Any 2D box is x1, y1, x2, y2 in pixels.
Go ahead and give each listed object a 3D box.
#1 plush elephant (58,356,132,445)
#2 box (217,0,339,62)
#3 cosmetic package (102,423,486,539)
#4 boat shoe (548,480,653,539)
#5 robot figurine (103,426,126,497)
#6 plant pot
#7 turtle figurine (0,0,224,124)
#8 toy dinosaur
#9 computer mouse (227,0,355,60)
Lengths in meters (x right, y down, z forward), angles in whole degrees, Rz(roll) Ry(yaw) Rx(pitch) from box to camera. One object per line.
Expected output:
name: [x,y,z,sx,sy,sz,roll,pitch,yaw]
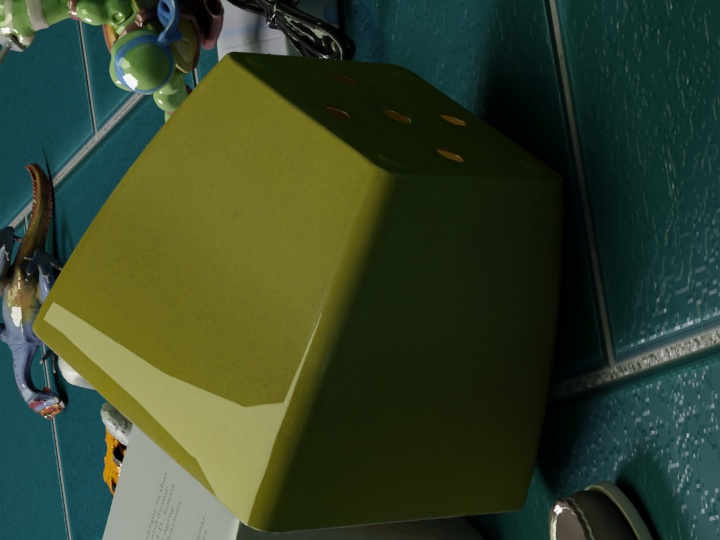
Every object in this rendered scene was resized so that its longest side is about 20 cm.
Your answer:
plush elephant: [-0.082,0.063,1.741,0.200,0.164,0.155,52,172,5]
box: [-0.054,-0.150,1.764,0.156,0.041,0.201,-178,81,-71]
cosmetic package: [-0.047,0.189,1.603,0.200,0.164,0.166,-140,63,-65]
boat shoe: [0.119,0.198,1.329,0.072,0.059,0.201,123,137,-63]
robot figurine: [-0.148,0.181,2.132,0.200,0.058,0.146,-120,30,-49]
plant pot: [-0.013,-0.001,1.411,0.200,0.199,0.177,38,116,38]
turtle figurine: [-0.164,-0.128,1.751,0.194,0.143,0.201,-85,13,-63]
toy dinosaur: [-0.291,0.042,2.550,0.182,0.104,0.201,88,-157,-54]
computer mouse: [-0.034,-0.225,1.625,0.140,0.046,0.201,37,135,37]
